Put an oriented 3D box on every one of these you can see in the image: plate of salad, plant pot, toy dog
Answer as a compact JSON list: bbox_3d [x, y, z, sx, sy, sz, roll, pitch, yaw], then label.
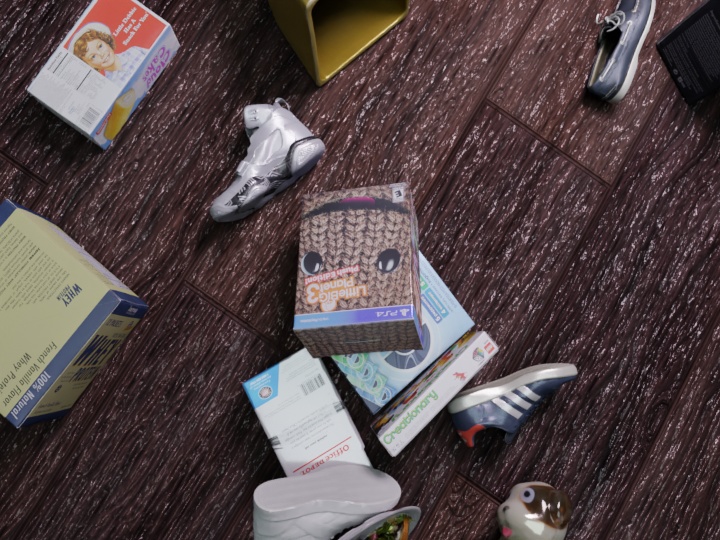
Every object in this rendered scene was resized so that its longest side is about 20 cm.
[{"bbox_3d":[0.003,0.378,0.785,0.197,0.202,0.048,-34,57,-8],"label":"plate of salad"},{"bbox_3d":[-0.056,-0.443,0.879,0.193,0.196,0.201,-39,78,-8],"label":"plant pot"},{"bbox_3d":[0.249,0.397,0.828,0.188,0.139,0.207,-8,84,-18],"label":"toy dog"}]

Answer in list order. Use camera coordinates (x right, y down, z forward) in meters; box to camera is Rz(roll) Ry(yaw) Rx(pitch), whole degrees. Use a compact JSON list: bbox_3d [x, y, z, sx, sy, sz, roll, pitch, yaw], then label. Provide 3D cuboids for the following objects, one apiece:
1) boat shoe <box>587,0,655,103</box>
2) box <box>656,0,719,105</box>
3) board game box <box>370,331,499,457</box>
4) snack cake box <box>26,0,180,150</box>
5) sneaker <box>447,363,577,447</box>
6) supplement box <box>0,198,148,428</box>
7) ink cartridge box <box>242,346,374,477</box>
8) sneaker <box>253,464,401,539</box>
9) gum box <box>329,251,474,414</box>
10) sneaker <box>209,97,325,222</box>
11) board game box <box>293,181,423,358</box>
[{"bbox_3d":[0.407,-0.370,0.960,0.060,0.075,0.206,17,91,-13],"label":"boat shoe"},{"bbox_3d":[0.601,-0.378,0.911,0.196,0.197,0.127,-28,86,-6],"label":"box"},{"bbox_3d":[0.099,0.166,0.845,0.199,0.126,0.035,-44,88,-8],"label":"board game box"},{"bbox_3d":[-0.374,-0.300,0.892,0.113,0.067,0.203,33,82,2],"label":"snack cake box"},{"bbox_3d":[0.227,0.198,0.881,0.194,0.075,0.087,-20,83,4],"label":"sneaker"},{"bbox_3d":[-0.435,0.059,0.812,0.198,0.134,0.202,38,82,1],"label":"supplement box"},{"bbox_3d":[-0.070,0.221,0.855,0.114,0.068,0.204,-27,86,-6],"label":"ink cartridge box"},{"bbox_3d":[-0.046,0.327,0.788,0.193,0.074,0.119,1,112,-19],"label":"sneaker"},{"bbox_3d":[0.041,0.076,0.892,0.199,0.045,0.171,-39,87,-8],"label":"gum box"},{"bbox_3d":[-0.157,-0.165,0.892,0.198,0.075,0.116,-37,87,-13],"label":"sneaker"},{"bbox_3d":[0.000,0.000,0.820,0.154,0.098,0.206,-6,61,11],"label":"board game box"}]
